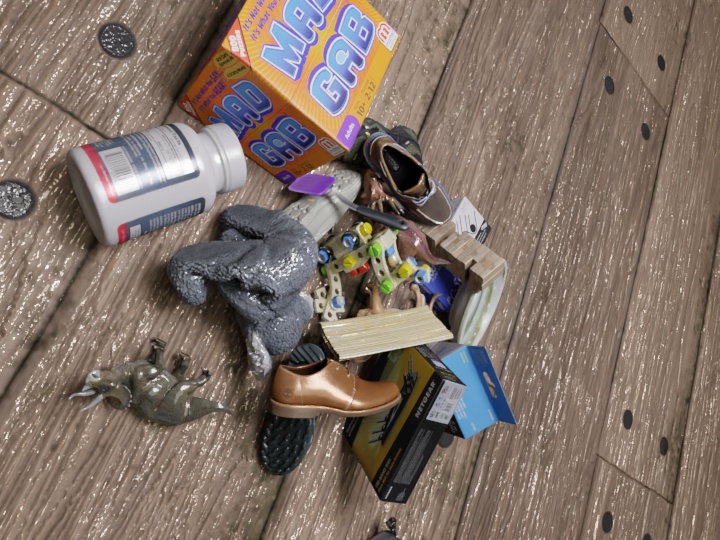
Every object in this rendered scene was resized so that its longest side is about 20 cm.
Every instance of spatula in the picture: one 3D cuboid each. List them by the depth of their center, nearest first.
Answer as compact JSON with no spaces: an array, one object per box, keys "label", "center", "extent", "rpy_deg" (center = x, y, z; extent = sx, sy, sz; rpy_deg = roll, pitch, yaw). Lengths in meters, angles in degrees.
[{"label":"spatula","center":[-0.015,-0.103,0.792],"extent":[0.196,0.021,0.057],"rpy_deg":[27,47,13]}]

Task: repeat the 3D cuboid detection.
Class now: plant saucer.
[{"label":"plant saucer","center":[0.211,0.065,0.986],"extent":[0.200,0.049,0.204],"rpy_deg":[-43,146,-38]}]

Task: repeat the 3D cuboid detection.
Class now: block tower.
[{"label":"block tower","center":[0.156,-0.043,0.913],"extent":[0.057,0.200,0.055],"rpy_deg":[-34,145,-17]}]

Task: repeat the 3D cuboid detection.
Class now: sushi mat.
[{"label":"sushi mat","center":[0.038,0.091,0.798],"extent":[0.195,0.096,0.012],"rpy_deg":[-6,121,-25]}]

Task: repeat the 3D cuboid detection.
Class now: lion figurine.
[{"label":"lion figurine","center":[0.059,0.090,0.886],"extent":[0.194,0.073,0.126],"rpy_deg":[1,68,-18]}]

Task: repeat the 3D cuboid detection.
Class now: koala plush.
[{"label":"koala plush","center":[-0.131,0.039,0.731],"extent":[0.178,0.179,0.205],"rpy_deg":[-54,144,-48]}]

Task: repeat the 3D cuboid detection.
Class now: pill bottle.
[{"label":"pill bottle","center":[-0.254,-0.121,0.677],"extent":[0.197,0.118,0.123],"rpy_deg":[-26,100,-33]}]

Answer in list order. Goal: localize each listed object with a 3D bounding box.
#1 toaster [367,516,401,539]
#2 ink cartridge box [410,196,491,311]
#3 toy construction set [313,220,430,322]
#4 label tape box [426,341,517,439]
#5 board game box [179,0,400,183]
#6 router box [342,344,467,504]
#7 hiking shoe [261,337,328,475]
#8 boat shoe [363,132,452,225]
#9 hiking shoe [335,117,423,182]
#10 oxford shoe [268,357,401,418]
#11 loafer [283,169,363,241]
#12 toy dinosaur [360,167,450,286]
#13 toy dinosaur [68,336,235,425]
[{"label":"toaster","center":[0.027,0.513,0.823],"extent":[0.126,0.113,0.206],"rpy_deg":[-12,95,-31]},{"label":"ink cartridge box","center":[0.173,-0.032,1.003],"extent":[0.094,0.044,0.203],"rpy_deg":[41,66,-23]},{"label":"toy construction set","center":[0.000,0.000,0.817],"extent":[0.133,0.197,0.092],"rpy_deg":[55,27,-12]},{"label":"label tape box","center":[0.145,0.195,0.873],"extent":[0.063,0.198,0.147],"rpy_deg":[-31,103,-27]},{"label":"board game box","center":[-0.101,-0.282,0.743],"extent":[0.198,0.198,0.204],"rpy_deg":[33,68,-27]},{"label":"router box","center":[0.060,0.214,0.800],"extent":[0.051,0.157,0.204],"rpy_deg":[20,101,-29]},{"label":"hiking shoe","center":[-0.087,0.207,0.791],"extent":[0.073,0.087,0.205],"rpy_deg":[21,94,13]},{"label":"boat shoe","center":[0.083,-0.136,0.849],"extent":[0.198,0.073,0.073],"rpy_deg":[37,98,-23]},{"label":"hiking shoe","center":[0.035,-0.195,0.887],"extent":[0.196,0.076,0.102],"rpy_deg":[-9,62,-34]},{"label":"oxford shoe","center":[-0.026,0.158,0.720],"extent":[0.195,0.071,0.074],"rpy_deg":[6,90,-28]},{"label":"loafer","center":[-0.063,-0.095,0.843],"extent":[0.200,0.069,0.071],"rpy_deg":[-44,143,-34]},{"label":"toy dinosaur","center":[0.063,-0.062,0.856],"extent":[0.197,0.137,0.086],"rpy_deg":[32,53,7]},{"label":"toy dinosaur","center":[-0.261,0.156,0.690],"extent":[0.199,0.076,0.104],"rpy_deg":[37,79,-31]}]
